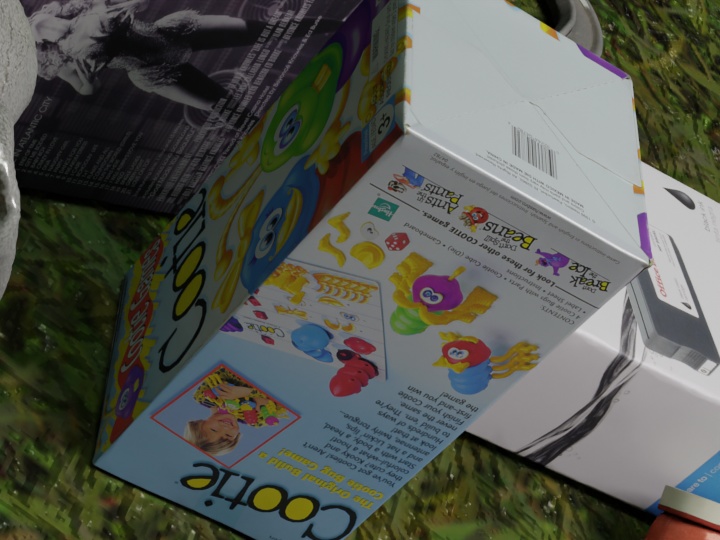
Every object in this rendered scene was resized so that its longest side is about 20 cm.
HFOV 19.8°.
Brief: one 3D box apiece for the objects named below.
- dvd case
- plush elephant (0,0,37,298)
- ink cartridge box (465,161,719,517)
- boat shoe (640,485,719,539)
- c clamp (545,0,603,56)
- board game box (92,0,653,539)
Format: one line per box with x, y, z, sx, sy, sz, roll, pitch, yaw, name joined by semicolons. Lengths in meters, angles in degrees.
-0.078;-0.087;0.806;0.199;0.149;0.016;9;37;-41;dvd case
-0.175;-0.056;0.667;0.199;0.155;0.165;14;46;-36;plush elephant
0.105;0.017;0.947;0.200;0.084;0.145;25;40;-27;ink cartridge box
0.201;0.155;0.934;0.200;0.071;0.063;23;83;-33;boat shoe
0.058;-0.155;1.120;0.171;0.027;0.200;47;35;2;c clamp
0.000;0.000;0.753;0.105;0.200;0.103;28;38;-23;board game box
